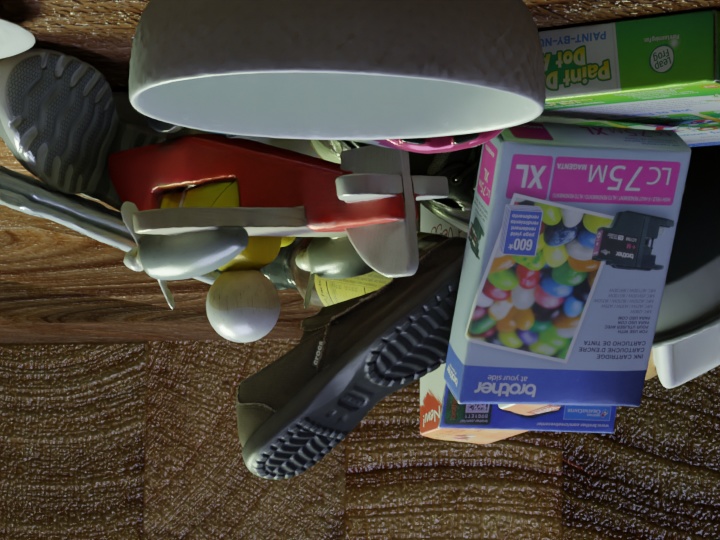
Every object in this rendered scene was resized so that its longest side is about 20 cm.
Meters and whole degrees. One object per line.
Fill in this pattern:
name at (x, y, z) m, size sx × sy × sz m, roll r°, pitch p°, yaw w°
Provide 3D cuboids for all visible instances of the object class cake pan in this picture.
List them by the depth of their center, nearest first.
cake pan at (0.202, -0.030, 1.775) m, size 0.200 × 0.201 × 0.037 m, roll -4°, pitch 131°, yaw 41°

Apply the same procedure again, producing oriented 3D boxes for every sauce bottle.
sauce bottle at (0.000, 0.000, 1.779) m, size 0.064 × 0.065 × 0.200 m, roll 5°, pitch -176°, yaw -36°

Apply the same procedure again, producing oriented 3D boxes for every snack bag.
snack bag at (-0.188, -0.039, 1.730) m, size 0.188 × 0.022 × 0.200 m, roll 21°, pitch -179°, yaw -40°

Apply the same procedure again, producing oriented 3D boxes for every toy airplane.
toy airplane at (-0.047, -0.023, 1.611) m, size 0.199 × 0.142 × 0.199 m, roll 11°, pitch -172°, yaw -12°

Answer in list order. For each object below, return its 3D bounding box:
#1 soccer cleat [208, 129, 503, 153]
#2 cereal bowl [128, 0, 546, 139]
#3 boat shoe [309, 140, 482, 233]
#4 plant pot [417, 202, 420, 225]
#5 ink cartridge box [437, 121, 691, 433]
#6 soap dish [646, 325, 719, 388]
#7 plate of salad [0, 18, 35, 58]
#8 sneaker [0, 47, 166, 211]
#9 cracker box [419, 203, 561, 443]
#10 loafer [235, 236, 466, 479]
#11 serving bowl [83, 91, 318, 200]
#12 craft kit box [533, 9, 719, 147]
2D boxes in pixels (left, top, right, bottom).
soccer cleat at (-0.013, -0.107, 1.541) m, size 0.199 × 0.070 × 0.086 m, roll 5°, pitch -172°, yaw 2°
cereal bowl at (-0.010, -0.116, 1.298) m, size 0.199 × 0.084 × 0.200 m, roll 1°, pitch 175°, yaw 0°
boat shoe at (0.057, -0.069, 1.674) m, size 0.200 × 0.072 × 0.066 m, roll 21°, pitch 172°, yaw 13°
plant pot at (0.083, 0.001, 2.141) m, size 0.199 × 0.188 × 0.187 m, roll 15°, pitch 177°, yaw 10°
ink cartridge box at (0.118, 0.012, 1.613) m, size 0.119 × 0.201 × 0.042 m, roll 2°, pitch -155°, yaw -16°
soap dish at (0.252, -0.008, 1.920) m, size 0.157 × 0.081 × 0.200 m, roll -28°, pitch 156°, yaw -3°
plate of salad at (-0.278, -0.120, 1.494) m, size 0.199 × 0.048 × 0.200 m, roll 2°, pitch 175°, yaw 0°
sneaker at (-0.190, -0.085, 1.677) m, size 0.082 × 0.075 × 0.200 m, roll 21°, pitch 169°, yaw 22°
cracker box at (0.094, 0.001, 1.756) m, size 0.057 × 0.201 × 0.134 m, roll 8°, pitch 163°, yaw -30°
loafer at (-0.004, 0.040, 1.659) m, size 0.200 × 0.071 × 0.073 m, roll -38°, pitch 148°, yaw 8°
serving bowl at (-0.124, -0.074, 1.850) m, size 0.199 × 0.066 × 0.200 m, roll 2°, pitch 174°, yaw 0°
craft kit box at (0.172, -0.105, 1.587) m, size 0.199 × 0.049 × 0.197 m, roll -3°, pitch 175°, yaw 38°
